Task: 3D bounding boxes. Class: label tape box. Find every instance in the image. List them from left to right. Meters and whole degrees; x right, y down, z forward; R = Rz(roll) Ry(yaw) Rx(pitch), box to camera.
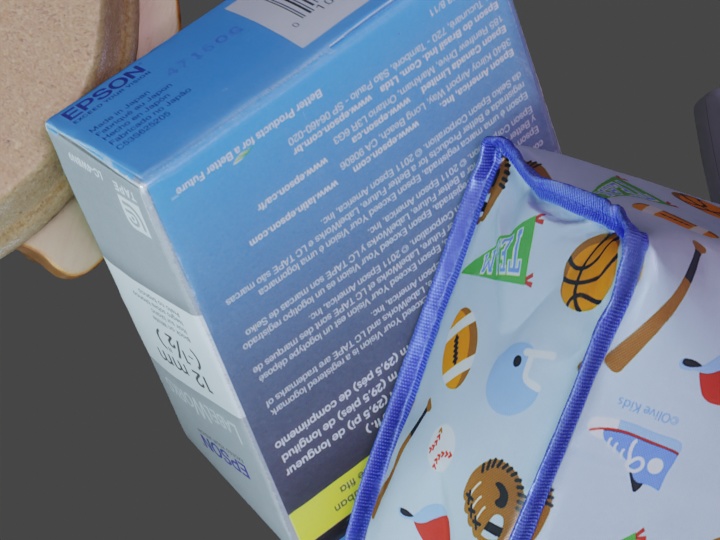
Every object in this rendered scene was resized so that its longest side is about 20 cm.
[{"bbox_3d":[0.000,0.000,0.963,0.143,0.066,0.200,-37,130,-20],"label":"label tape box"}]

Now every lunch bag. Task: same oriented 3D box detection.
[{"bbox_3d":[0.094,0.082,0.941,0.170,0.124,0.200,17,102,-29],"label":"lunch bag"}]

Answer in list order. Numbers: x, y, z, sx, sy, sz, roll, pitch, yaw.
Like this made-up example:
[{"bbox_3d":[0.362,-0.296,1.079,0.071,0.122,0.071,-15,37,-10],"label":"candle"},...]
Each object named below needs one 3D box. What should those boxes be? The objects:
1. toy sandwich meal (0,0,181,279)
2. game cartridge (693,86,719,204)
[{"bbox_3d":[-0.157,-0.079,0.944,0.204,0.070,0.206,1,82,-10],"label":"toy sandwich meal"},{"bbox_3d":[0.207,0.006,1.053,0.133,0.042,0.200,-27,89,-24],"label":"game cartridge"}]
